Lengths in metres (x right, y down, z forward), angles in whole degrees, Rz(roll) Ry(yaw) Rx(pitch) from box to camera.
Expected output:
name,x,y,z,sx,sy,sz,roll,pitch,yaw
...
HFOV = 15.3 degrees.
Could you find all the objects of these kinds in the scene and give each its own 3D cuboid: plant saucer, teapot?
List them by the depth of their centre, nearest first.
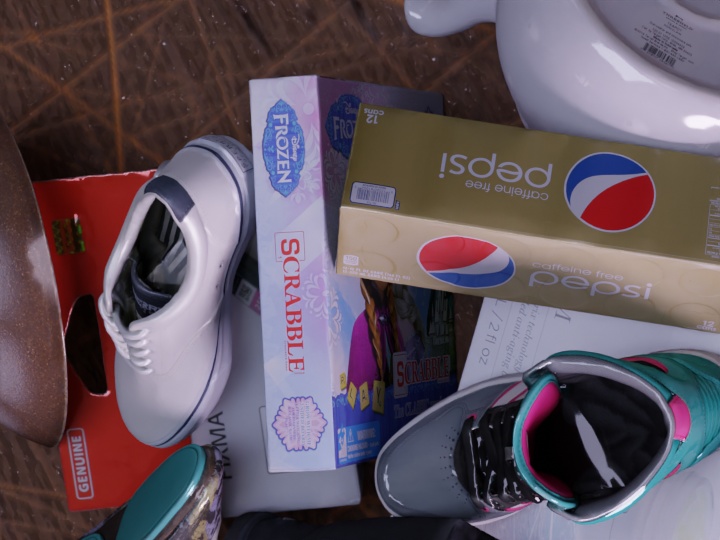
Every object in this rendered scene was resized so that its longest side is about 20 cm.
name,x,y,z,sx,sy,sz,roll,pitch,yaw
teapot,0.154,-0.104,1.409,0.201,0.197,0.146,68,149,30
plant saucer,-0.211,0.006,1.530,0.036,0.200,0.201,-11,86,-17

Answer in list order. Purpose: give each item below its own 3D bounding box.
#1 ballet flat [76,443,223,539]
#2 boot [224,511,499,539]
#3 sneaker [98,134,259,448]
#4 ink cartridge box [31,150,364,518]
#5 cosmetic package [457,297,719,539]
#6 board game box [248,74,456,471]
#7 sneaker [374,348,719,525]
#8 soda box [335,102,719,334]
name,x,y,z,sx,sy,sz,roll,pitch,yaw
ballet flat,-0.120,0.160,1.490,0.200,0.072,0.072,-39,77,37
boot,-0.010,0.208,1.394,0.200,0.065,0.166,-2,78,50
sneaker,-0.108,0.017,1.411,0.073,0.071,0.201,36,131,27
ink cartridge box,-0.095,0.039,1.490,0.173,0.044,0.201,-7,102,5
cosmetic package,0.156,0.096,1.423,0.199,0.123,0.200,17,97,18
board game box,0.000,0.000,1.438,0.041,0.200,0.201,-3,91,20
sneaker,0.084,0.089,1.320,0.199,0.121,0.084,-18,85,21
soda box,0.090,-0.025,1.329,0.199,0.068,0.064,10,60,3
